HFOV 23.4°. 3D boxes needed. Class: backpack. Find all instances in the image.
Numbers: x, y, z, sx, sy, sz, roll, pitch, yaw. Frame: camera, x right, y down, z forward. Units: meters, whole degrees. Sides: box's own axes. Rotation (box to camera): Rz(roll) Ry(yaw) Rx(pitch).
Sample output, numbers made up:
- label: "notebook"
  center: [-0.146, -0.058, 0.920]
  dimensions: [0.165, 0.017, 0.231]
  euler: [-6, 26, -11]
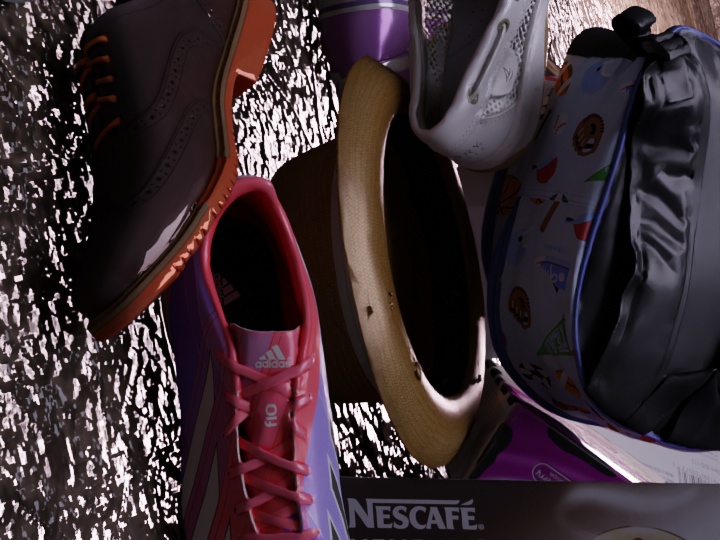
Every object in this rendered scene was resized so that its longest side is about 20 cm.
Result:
- label: "backpack"
  center: [0.147, -0.010, 0.878]
  dimensions: [0.199, 0.154, 0.192]
  euler: [24, 77, -28]

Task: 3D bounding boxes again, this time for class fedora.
- label: "fedora"
  center: [0.000, 0.000, 0.851]
  dimensions: [0.200, 0.081, 0.202]
  euler: [-11, 90, -70]

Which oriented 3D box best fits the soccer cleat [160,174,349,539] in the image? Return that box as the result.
- label: "soccer cleat"
  center: [-0.040, 0.060, 0.690]
  dimensions: [0.073, 0.068, 0.201]
  euler: [130, -48, -65]

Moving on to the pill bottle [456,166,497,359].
- label: "pill bottle"
  center: [0.094, -0.013, 1.072]
  dimensions: [0.200, 0.112, 0.114]
  euler: [-19, 95, -71]

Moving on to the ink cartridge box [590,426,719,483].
- label: "ink cartridge box"
  center: [0.168, 0.179, 1.121]
  dimensions: [0.146, 0.083, 0.201]
  euler: [23, 52, -31]

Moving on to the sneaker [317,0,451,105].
- label: "sneaker"
  center: [0.036, -0.111, 1.051]
  dimensions: [0.200, 0.072, 0.115]
  euler: [-10, 90, -60]

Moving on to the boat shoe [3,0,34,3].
- label: "boat shoe"
  center: [-0.109, -0.169, 0.696]
  dimensions: [0.064, 0.071, 0.200]
  euler: [40, 36, -2]

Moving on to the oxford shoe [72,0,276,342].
- label: "oxford shoe"
  center: [-0.090, -0.057, 0.690]
  dimensions: [0.072, 0.071, 0.201]
  euler: [35, 39, -24]

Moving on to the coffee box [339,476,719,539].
- label: "coffee box"
  center: [0.071, 0.156, 0.761]
  dimensions: [0.080, 0.199, 0.114]
  euler: [116, -26, -61]

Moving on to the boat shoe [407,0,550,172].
- label: "boat shoe"
  center: [0.056, -0.152, 0.841]
  dimensions: [0.069, 0.070, 0.202]
  euler: [15, 74, -51]

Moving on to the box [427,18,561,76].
- label: "box"
  center: [0.123, -0.068, 0.990]
  dimensions: [0.200, 0.050, 0.075]
  euler: [38, 20, -28]

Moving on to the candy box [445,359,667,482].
- label: "candy box"
  center: [0.114, 0.119, 0.936]
  dimensions: [0.136, 0.061, 0.200]
  euler: [35, 4, -1]
